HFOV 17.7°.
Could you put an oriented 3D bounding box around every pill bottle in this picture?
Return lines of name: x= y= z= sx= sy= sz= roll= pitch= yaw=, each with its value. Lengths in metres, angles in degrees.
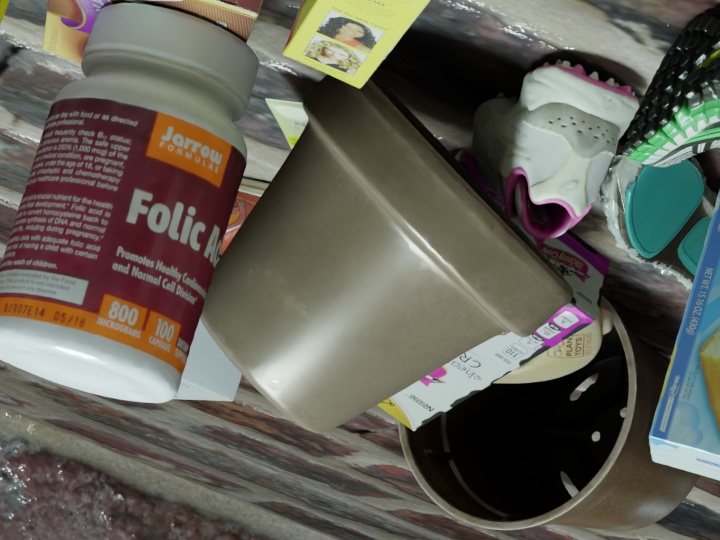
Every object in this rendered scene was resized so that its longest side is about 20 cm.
pill bottle: x=-0.128 y=-0.037 z=1.276 sx=0.114 sy=0.200 sz=0.114 roll=15 pitch=167 yaw=4

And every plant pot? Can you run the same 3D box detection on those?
plant pot: x=0.000 y=0.000 z=1.390 sx=0.200 sy=0.175 sz=0.200 roll=46 pitch=-174 yaw=-6
plant pot: x=0.164 y=0.114 z=1.793 sx=0.200 sy=0.200 sz=0.198 roll=9 pitch=172 yaw=34

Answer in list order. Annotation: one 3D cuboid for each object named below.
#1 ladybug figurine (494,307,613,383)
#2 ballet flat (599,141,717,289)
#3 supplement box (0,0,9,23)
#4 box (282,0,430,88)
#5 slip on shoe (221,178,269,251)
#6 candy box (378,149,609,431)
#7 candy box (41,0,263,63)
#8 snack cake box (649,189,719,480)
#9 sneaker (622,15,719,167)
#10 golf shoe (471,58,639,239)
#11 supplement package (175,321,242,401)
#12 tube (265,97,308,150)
ladybug figurine: x=0.086 y=0.019 z=1.677 sx=0.200 sy=0.072 sz=0.136 roll=10 pitch=138 yaw=12
ballet flat: x=0.180 y=-0.036 z=1.414 sx=0.072 sy=0.072 sz=0.200 roll=10 pitch=164 yaw=30
supplement box: x=-0.227 y=-0.172 z=1.099 sx=0.109 sy=0.200 sz=0.109 roll=14 pitch=165 yaw=17
box: x=0.011 y=-0.155 z=1.141 sx=0.050 sy=0.075 sz=0.200 roll=22 pitch=167 yaw=-7
slip on shoe: x=-0.099 y=-0.038 z=1.767 sx=0.200 sy=0.061 sz=0.074 roll=16 pitch=165 yaw=4
candy box: x=0.053 y=0.018 z=1.587 sx=0.136 sy=0.061 sz=0.200 roll=36 pitch=137 yaw=-19
candy box: x=-0.117 y=-0.158 z=1.324 sx=0.117 sy=0.057 sz=0.200 roll=19 pitch=168 yaw=-7
snack cake box: x=0.240 y=0.021 z=1.263 sx=0.115 sy=0.200 sz=0.067 roll=15 pitch=166 yaw=13
sneaker: x=0.199 y=-0.081 z=1.153 sx=0.085 sy=0.078 sz=0.200 roll=32 pitch=163 yaw=-15
golf shoe: x=0.101 y=-0.059 z=1.365 sx=0.075 sy=0.092 sz=0.200 roll=18 pitch=168 yaw=-5
supplement package: x=-0.194 y=0.044 z=2.090 sx=0.117 sy=0.117 sz=0.200 roll=27 pitch=163 yaw=-31
tube: x=-0.013 y=-0.071 z=1.558 sx=0.052 sy=0.058 sz=0.200 roll=57 pitch=174 yaw=20
